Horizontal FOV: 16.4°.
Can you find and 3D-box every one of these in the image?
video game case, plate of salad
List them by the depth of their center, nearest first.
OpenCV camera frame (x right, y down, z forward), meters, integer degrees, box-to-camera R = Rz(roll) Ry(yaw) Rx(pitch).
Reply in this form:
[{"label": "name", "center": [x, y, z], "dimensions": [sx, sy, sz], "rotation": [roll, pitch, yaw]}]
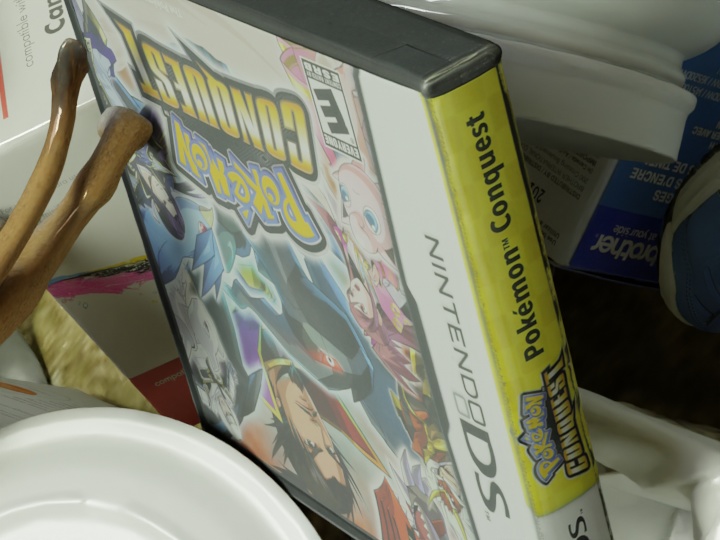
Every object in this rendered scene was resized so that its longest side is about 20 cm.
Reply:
[{"label": "video game case", "center": [-0.010, 0.001, 0.687], "dimensions": [0.200, 0.025, 0.181], "rotation": [27, 140, 52]}, {"label": "plate of salad", "center": [-0.083, 0.144, 0.780], "dimensions": [0.200, 0.048, 0.201], "rotation": [-5, 79, 25]}]

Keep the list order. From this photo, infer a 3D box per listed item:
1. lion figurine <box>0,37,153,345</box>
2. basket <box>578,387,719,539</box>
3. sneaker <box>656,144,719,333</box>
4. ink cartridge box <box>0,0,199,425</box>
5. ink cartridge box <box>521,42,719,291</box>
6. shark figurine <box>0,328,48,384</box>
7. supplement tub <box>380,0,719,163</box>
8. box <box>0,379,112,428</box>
[{"label": "lion figurine", "center": [-0.135, 0.014, 0.735], "dimensions": [0.123, 0.072, 0.200], "rotation": [-64, 10, -28]}, {"label": "basket", "center": [0.079, 0.140, 0.749], "dimensions": [0.135, 0.123, 0.201], "rotation": [19, 96, 48]}, {"label": "sneaker", "center": [0.165, -0.011, 0.720], "dimensions": [0.200, 0.076, 0.077], "rotation": [-22, 62, 44]}, {"label": "ink cartridge box", "center": [-0.090, -0.050, 0.864], "dimensions": [0.067, 0.200, 0.117], "rotation": [-25, 47, 11]}, {"label": "ink cartridge box", "center": [0.076, -0.084, 0.831], "dimensions": [0.136, 0.076, 0.200], "rotation": [40, 109, 43]}, {"label": "shark figurine", "center": [-0.132, -0.039, 1.044], "dimensions": [0.214, 0.089, 0.128], "rotation": [-38, 55, 34]}, {"label": "supplement tub", "center": [0.050, -0.140, 0.711], "dimensions": [0.145, 0.145, 0.201], "rotation": [11, 90, 48]}, {"label": "box", "center": [-0.154, 0.099, 0.941], "dimensions": [0.152, 0.200, 0.107], "rotation": [14, 91, 48]}]
